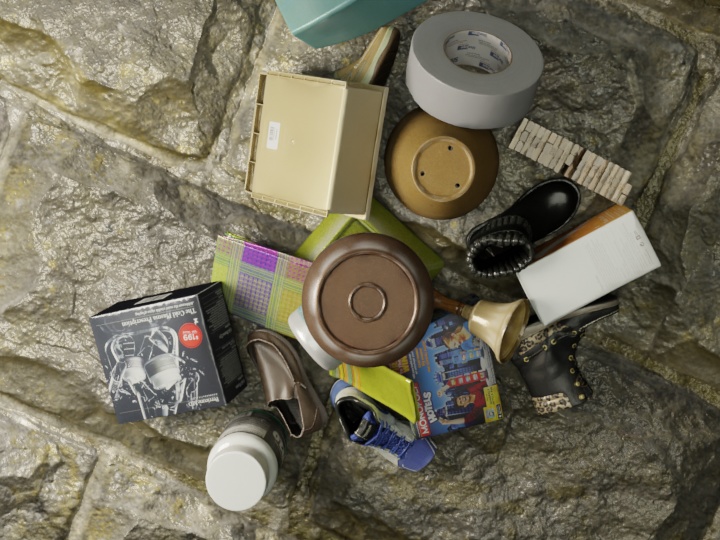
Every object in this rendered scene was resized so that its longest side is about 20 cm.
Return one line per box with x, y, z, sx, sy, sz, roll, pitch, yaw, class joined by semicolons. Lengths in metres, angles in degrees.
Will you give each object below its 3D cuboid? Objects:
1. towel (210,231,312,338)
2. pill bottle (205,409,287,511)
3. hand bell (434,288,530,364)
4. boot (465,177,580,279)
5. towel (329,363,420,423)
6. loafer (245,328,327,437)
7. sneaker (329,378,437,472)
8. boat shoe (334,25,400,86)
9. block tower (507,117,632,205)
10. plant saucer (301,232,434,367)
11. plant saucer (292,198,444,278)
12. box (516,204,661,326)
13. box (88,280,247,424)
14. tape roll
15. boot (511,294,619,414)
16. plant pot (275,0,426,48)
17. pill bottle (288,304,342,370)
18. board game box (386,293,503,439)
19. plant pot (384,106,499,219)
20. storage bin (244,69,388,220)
-0.145;0.028;1.691;0.198;0.023;0.145;18;118;10;towel
-0.182;0.302;1.677;0.112;0.200;0.114;1;100;4;pill bottle
0.150;0.059;1.624;0.199;0.104;0.105;22;101;26;hand bell
0.254;-0.063;1.612;0.210;0.158;0.080;-34;96;8;boot
0.014;0.169;1.657;0.018;0.199;0.087;-36;131;-28;towel
-0.125;0.186;1.710;0.073;0.071;0.201;-30;97;36;loafer
0.026;0.264;1.701;0.199;0.115;0.081;39;100;-3;sneaker
-0.007;-0.296;1.643;0.076;0.072;0.201;28;99;15;boat shoe
0.329;-0.172;1.643;0.199;0.058;0.054;27;100;-3;block tower
0.011;0.045;1.549;0.198;0.032;0.203;0;95;1;plant saucer
0.000;0.000;1.695;0.200;0.048;0.200;41;99;-3;plant saucer
0.345;-0.011;1.631;0.199;0.124;0.098;-28;96;8;box
-0.307;0.132;1.692;0.198;0.104;0.184;-12;99;16;box
0.168;-0.300;1.562;0.198;0.201;0.066;12;138;2;tape roll
0.337;0.133;1.680;0.198;0.073;0.152;-22;96;11;boot
-0.023;-0.432;1.573;0.199;0.141;0.142;-30;76;19;plant pot
-0.007;0.053;1.619;0.200;0.111;0.111;-41;94;4;pill bottle
0.112;0.159;1.689;0.198;0.062;0.202;-12;97;-4;board game box
0.125;-0.160;1.586;0.184;0.200;0.189;0;99;3;plant pot
-0.074;-0.195;1.607;0.197;0.093;0.202;17;103;39;storage bin
